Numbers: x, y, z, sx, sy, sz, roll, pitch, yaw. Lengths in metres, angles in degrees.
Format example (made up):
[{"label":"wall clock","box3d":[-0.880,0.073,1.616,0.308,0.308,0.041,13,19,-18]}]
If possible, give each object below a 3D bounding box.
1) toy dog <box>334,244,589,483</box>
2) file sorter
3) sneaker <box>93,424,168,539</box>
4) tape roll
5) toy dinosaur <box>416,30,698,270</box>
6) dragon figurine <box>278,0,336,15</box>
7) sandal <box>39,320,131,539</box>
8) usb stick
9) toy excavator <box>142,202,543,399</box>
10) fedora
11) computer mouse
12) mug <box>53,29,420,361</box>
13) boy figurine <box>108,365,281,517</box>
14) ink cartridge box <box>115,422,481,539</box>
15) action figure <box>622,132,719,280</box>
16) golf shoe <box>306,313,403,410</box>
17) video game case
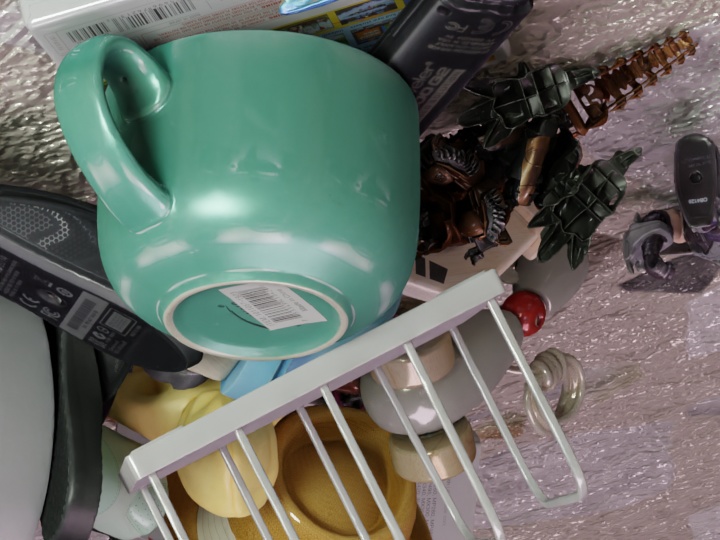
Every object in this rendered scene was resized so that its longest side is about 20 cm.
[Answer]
[{"label":"toy dog","box3d":[0.049,0.041,1.563,0.096,0.132,0.200,12,-163,32]},{"label":"file sorter","box3d":[-0.003,0.105,1.330,0.200,0.125,0.139,-27,177,-9]},{"label":"sneaker","box3d":[-0.187,0.103,1.524,0.118,0.074,0.200,27,-178,-36]},{"label":"tape roll","box3d":[-0.237,0.090,1.424,0.066,0.201,0.200,8,151,-33]},{"label":"toy dinosaur","box3d":[0.081,-0.067,1.380,0.200,0.102,0.136,-54,-170,-2]},{"label":"dragon figurine","box3d":[-0.025,-0.150,1.142,0.200,0.059,0.099,-22,157,20]},{"label":"sandal","box3d":[-0.143,0.061,1.408,0.048,0.201,0.075,10,141,-19]},{"label":"usb stick","box3d":[0.021,-0.092,1.294,0.055,0.033,0.200,5,154,-23]},{"label":"toy excavator","box3d":[0.000,0.000,1.455,0.200,0.195,0.100,24,147,-12]},{"label":"fedora","box3d":[-0.022,0.136,1.544,0.200,0.201,0.082,5,137,-38]},{"label":"computer mouse","box3d":[-0.159,-0.018,1.332,0.200,0.053,0.138,30,156,-12]},{"label":"mug","box3d":[-0.063,-0.029,1.254,0.185,0.115,0.152,7,153,-14]},{"label":"boy figurine","box3d":[-0.083,0.071,1.507,0.124,0.200,0.065,-8,115,-16]},{"label":"ink cartridge box","box3d":[-0.042,0.137,1.736,0.200,0.083,0.146,0,-171,-29]},{"label":"action figure","box3d":[0.215,-0.034,1.562,0.130,0.069,0.200,-19,162,2]},{"label":"golf shoe","box3d":[-0.032,0.063,1.681,0.200,0.073,0.092,-3,-179,-19]},{"label":"video game case","box3d":[-0.040,-0.116,1.271,0.200,0.023,0.182,-16,158,7]}]
